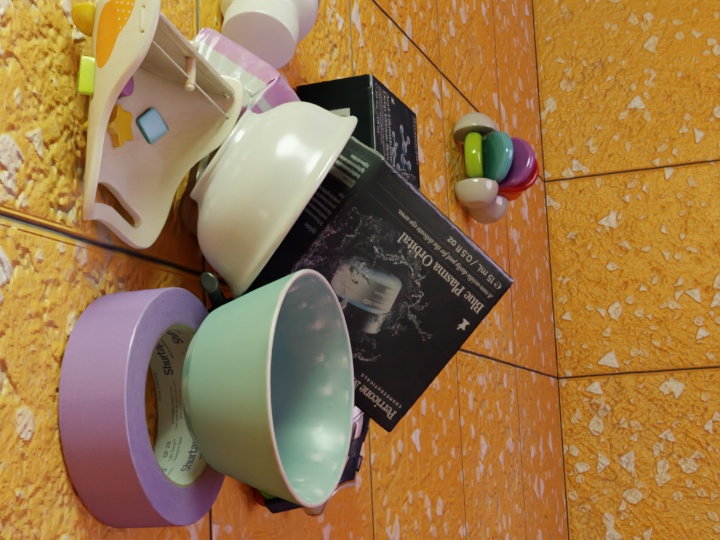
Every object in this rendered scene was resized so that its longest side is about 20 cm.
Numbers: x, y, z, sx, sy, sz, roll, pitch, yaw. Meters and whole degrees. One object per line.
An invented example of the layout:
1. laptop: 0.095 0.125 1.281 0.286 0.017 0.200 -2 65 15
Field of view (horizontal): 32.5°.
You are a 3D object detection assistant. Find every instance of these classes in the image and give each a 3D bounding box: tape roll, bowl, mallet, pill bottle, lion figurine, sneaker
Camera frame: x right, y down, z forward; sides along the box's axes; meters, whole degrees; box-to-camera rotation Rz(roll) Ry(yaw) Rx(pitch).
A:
1. tape roll: -0.179 0.118 1.066 0.200 0.065 0.204 -7 90 -71
2. bowl: -0.094 -0.081 1.129 0.090 0.202 0.202 33 34 -7
3. mallet: -0.134 0.032 1.167 0.066 0.041 0.201 56 -9 23
4. pill bottle: -0.095 -0.319 1.367 0.112 0.109 0.202 64 27 -45
5. bowl: -0.086 0.104 1.081 0.200 0.103 0.205 -4 90 -71
6. lion figurine: -0.138 -0.052 1.247 0.199 0.072 0.124 35 75 -48
7. sneaker: -0.035 0.204 1.452 0.200 0.077 0.080 -51 129 -49

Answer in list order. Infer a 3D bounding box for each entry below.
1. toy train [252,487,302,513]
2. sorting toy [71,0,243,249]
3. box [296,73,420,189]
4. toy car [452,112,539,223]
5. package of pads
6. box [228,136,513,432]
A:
1. toy train: -0.082 0.148 1.339 0.116 0.084 0.202 54 33 -33
2. sorting toy: -0.193 -0.118 1.059 0.200 0.105 0.183 43 54 -69
3. box: 0.001 -0.151 1.612 0.200 0.105 0.151 22 64 -70
4. toy car: 0.258 -0.194 2.313 0.200 0.148 0.178 42 46 -63
5. package of pads: -0.105 -0.156 1.276 0.076 0.120 0.200 -49 151 -4
6. box: 0.010 0.014 1.228 0.196 0.201 0.117 40 1 -23
